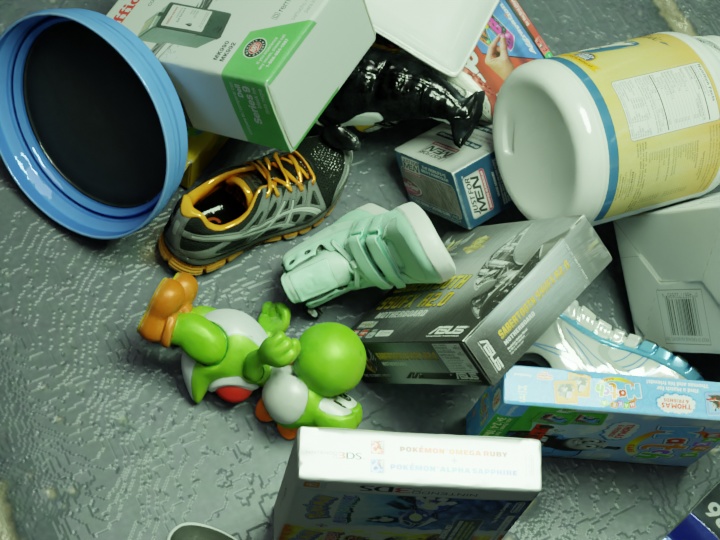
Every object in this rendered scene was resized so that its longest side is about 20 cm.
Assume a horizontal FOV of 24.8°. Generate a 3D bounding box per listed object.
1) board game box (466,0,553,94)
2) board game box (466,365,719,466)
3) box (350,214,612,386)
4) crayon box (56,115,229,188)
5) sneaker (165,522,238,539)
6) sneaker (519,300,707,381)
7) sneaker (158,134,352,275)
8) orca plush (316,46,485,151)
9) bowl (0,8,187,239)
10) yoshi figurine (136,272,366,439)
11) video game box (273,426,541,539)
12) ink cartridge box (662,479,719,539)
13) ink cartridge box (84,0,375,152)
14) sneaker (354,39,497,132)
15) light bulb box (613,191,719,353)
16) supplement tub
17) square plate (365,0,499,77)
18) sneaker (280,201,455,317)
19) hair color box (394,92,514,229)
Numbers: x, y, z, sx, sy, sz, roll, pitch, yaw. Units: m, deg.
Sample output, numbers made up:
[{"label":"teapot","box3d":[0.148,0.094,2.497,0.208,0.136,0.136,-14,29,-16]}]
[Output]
[{"label":"board game box","box3d":[0.083,-0.250,1.519,0.103,0.019,0.201,-36,101,-1]},{"label":"board game box","box3d":[0.198,0.121,1.347,0.198,0.151,0.037,4,69,-7]},{"label":"box","box3d":[0.090,0.026,1.354,0.158,0.200,0.048,-45,109,-24]},{"label":"crayon box","box3d":[-0.168,-0.164,1.484,0.126,0.051,0.200,32,63,8]},{"label":"sneaker","box3d":[-0.075,0.259,1.265,0.071,0.099,0.200,-39,74,-22]},{"label":"sneaker","box3d":[0.209,0.092,1.418,0.199,0.075,0.087,26,74,9]},{"label":"sneaker","box3d":[-0.085,-0.067,1.436,0.199,0.077,0.078,-34,71,-25]},{"label":"orca plush","box3d":[0.002,-0.152,1.420,0.199,0.071,0.106,28,96,22]},{"label":"bowl","box3d":[-0.230,-0.125,1.381,0.200,0.201,0.039,39,40,11]},{"label":"yoshi figurine","box3d":[-0.076,0.059,1.361,0.199,0.112,0.113,30,57,3]},{"label":"video game box","box3d":[0.030,0.176,1.266,0.181,0.200,0.047,6,64,-6]},{"label":"ink cartridge box","box3d":[0.344,0.210,1.392,0.200,0.039,0.099,-40,77,-23]},{"label":"ink cartridge box","box3d":[-0.111,-0.195,1.388,0.199,0.084,0.146,15,57,30]},{"label":"sneaker","box3d":[0.034,-0.159,1.488,0.199,0.078,0.083,14,85,26]},{"label":"light bulb box","box3d":[0.355,-0.012,1.391,0.199,0.198,0.126,-12,93,-19]},{"label":"supplement tub","box3d":[0.227,-0.121,1.385,0.199,0.145,0.145,-15,67,-27]},{"label":"square plate","box3d":[0.043,-0.291,1.454,0.197,0.028,0.201,29,70,3]},{"label":"sneaker","box3d":[0.000,0.000,1.367,0.118,0.200,0.074,-32,103,-15]},{"label":"hair color box","box3d":[0.141,-0.117,1.481,0.199,0.061,0.100,-29,28,-21]}]
